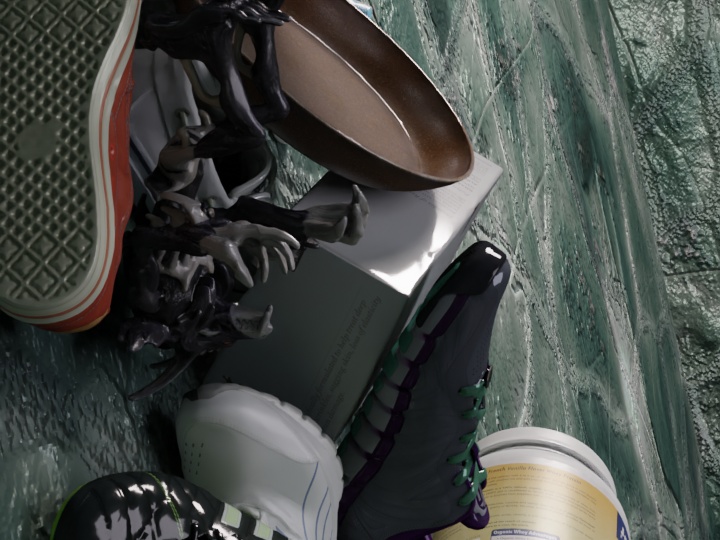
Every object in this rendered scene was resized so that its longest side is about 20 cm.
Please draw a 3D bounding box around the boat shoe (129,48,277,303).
[{"bbox_3d":[-0.074,-0.043,0.935,0.200,0.066,0.074,51,32,-58],"label":"boat shoe"}]

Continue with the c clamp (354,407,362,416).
[{"bbox_3d":[-0.011,0.094,1.124,0.200,0.027,0.173,42,39,-64],"label":"c clamp"}]

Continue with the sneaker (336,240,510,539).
[{"bbox_3d":[0.045,0.078,0.941,0.201,0.087,0.074,-61,175,32],"label":"sneaker"}]

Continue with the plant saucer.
[{"bbox_3d":[-0.025,-0.107,0.980,0.199,0.032,0.201,34,23,-17],"label":"plant saucer"}]

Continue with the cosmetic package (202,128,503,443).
[{"bbox_3d":[0.000,0.000,1.010,0.113,0.081,0.200,-63,175,30],"label":"cosmetic package"}]

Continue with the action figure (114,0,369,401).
[{"bbox_3d":[-0.056,-0.028,0.833,0.119,0.101,0.202,-47,149,-62],"label":"action figure"}]

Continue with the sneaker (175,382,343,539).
[{"bbox_3d":[-0.042,0.145,0.910,0.087,0.074,0.201,-66,141,-55],"label":"sneaker"}]

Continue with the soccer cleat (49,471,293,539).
[{"bbox_3d":[-0.048,0.135,0.801,0.199,0.081,0.068,31,69,-46],"label":"soccer cleat"}]

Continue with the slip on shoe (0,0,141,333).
[{"bbox_3d":[-0.126,-0.066,0.781,0.061,0.073,0.202,78,9,-67],"label":"slip on shoe"}]

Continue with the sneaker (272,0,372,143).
[{"bbox_3d":[-0.040,-0.158,1.099,0.200,0.086,0.076,54,30,-52],"label":"sneaker"}]

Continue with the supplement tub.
[{"bbox_3d":[0.109,0.211,1.243,0.201,0.143,0.145,-73,148,-58],"label":"supplement tub"}]
